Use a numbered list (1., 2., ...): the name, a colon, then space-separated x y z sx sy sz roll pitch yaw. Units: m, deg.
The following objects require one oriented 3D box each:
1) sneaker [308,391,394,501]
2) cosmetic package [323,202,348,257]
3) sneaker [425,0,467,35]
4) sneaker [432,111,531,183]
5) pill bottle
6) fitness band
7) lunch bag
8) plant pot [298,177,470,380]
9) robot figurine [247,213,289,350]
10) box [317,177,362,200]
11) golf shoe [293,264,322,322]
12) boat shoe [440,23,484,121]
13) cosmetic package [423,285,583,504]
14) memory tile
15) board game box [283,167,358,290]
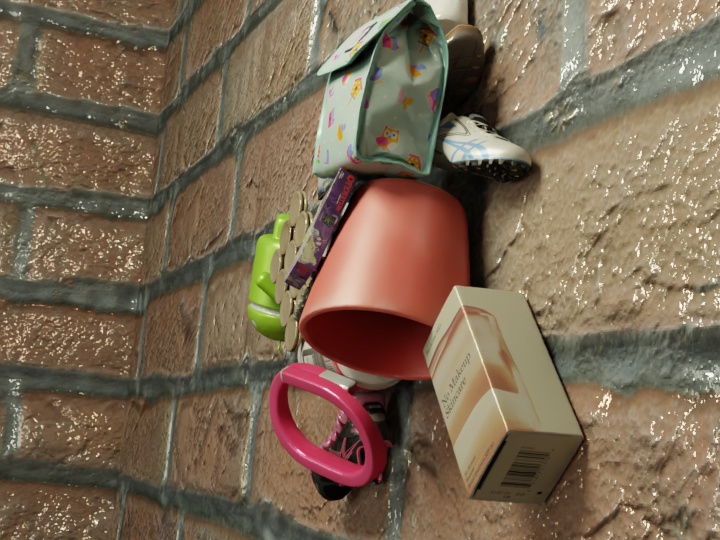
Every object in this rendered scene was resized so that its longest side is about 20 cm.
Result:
1. sneaker: -0.007 0.251 1.583 0.096 0.078 0.201 59 143 34
2. cosmetic package: -0.021 -0.008 1.651 0.200 0.111 0.082 127 145 -56
3. sneaker: 0.078 -0.303 1.566 0.199 0.075 0.090 -29 43 51
4. sneaker: 0.130 -0.142 1.355 0.200 0.071 0.074 26 99 66
5. pill bottle: -0.014 0.105 1.586 0.200 0.109 0.113 160 117 -67
6. fitness band: -0.045 0.195 1.524 0.198 0.037 0.146 17 122 43
7. lunch bag: 0.022 -0.208 1.410 0.170 0.120 0.203 177 101 -71
8. plant pot: 0.042 0.006 1.387 0.200 0.198 0.180 137 148 -59
9. robot figurine: -0.112 0.018 1.873 0.176 0.114 0.203 -106 26 -81
10. box: -0.005 -0.171 1.602 0.200 0.034 0.112 147 128 -64
11. golf shoe: 0.000 0.000 1.498 0.200 0.088 0.077 -47 -4 -10
12. boat shoe: 0.091 -0.233 1.490 0.201 0.075 0.073 124 150 -47
13. cosmetic package: 0.136 0.121 1.207 0.201 0.086 0.104 -106 31 -49
14. memory tile: -0.085 -0.001 1.642 0.201 0.017 0.155 -107 32 -51
15. board game box: -0.050 -0.046 1.452 0.121 0.032 0.200 -61 3 -10
